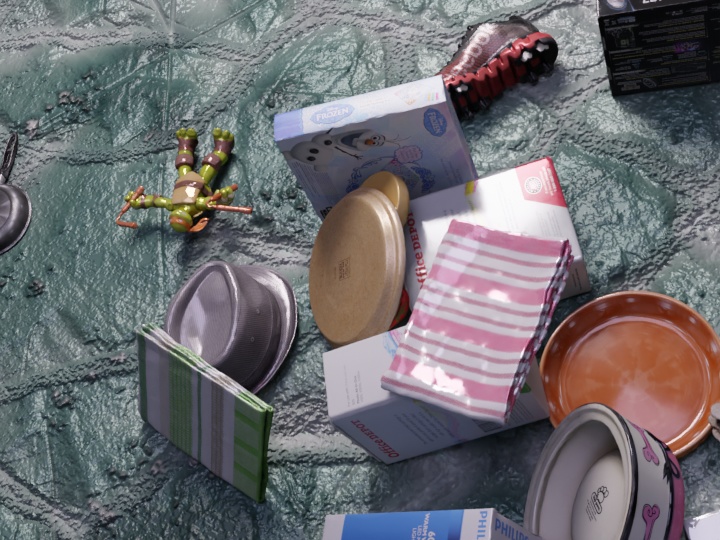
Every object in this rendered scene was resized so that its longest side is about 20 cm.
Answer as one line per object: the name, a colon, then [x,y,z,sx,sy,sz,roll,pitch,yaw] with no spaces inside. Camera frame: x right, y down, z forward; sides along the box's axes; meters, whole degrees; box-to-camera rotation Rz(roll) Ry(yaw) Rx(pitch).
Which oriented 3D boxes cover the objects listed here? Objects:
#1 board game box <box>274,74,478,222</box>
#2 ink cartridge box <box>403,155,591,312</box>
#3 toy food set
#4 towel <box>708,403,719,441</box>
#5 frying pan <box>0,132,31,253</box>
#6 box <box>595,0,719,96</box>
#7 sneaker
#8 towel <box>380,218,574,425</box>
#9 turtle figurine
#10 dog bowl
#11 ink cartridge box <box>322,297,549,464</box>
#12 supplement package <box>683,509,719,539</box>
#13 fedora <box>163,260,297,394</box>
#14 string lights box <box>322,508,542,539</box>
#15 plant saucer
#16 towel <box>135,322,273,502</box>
board game box: [0.025,-0.132,1.457,0.198,0.200,0.044,-11,58,12]
ink cartridge box: [0.146,-0.026,1.429,0.199,0.083,0.146,-17,59,9]
toy food set: [0.000,0.000,1.425,0.198,0.048,0.201,-44,49,46]
towel: [0.418,0.159,1.178,0.132,0.200,0.035,-4,101,-4]
frying pan: [-0.490,-0.104,1.715,0.115,0.031,0.191,19,72,24]
box: [0.381,-0.277,1.445,0.199,0.160,0.044,-7,62,16]
sneaker: [0.144,-0.256,1.564,0.200,0.071,0.098,-29,58,-2]
towel: [0.114,0.045,1.231,0.146,0.030,0.201,12,68,34]
turtle figurine: [-0.208,-0.107,1.601,0.199,0.064,0.162,-4,53,26]
dog bowl: [0.237,0.234,1.205,0.074,0.200,0.201,17,62,-17]
ink cartridge box: [0.079,0.121,1.316,0.199,0.145,0.088,-21,55,17]
supplement package: [0.407,0.313,1.141,0.155,0.111,0.201,-20,58,7]
fedora: [-0.170,0.061,1.480,0.176,0.090,0.201,6,64,21]
string lights box: [0.069,0.281,1.240,0.199,0.103,0.059,-10,58,36]
plant saucer: [0.292,0.118,1.333,0.199,0.032,0.201,-8,60,15]
towel: [-0.177,0.159,1.410,0.200,0.150,0.031,30,44,27]
